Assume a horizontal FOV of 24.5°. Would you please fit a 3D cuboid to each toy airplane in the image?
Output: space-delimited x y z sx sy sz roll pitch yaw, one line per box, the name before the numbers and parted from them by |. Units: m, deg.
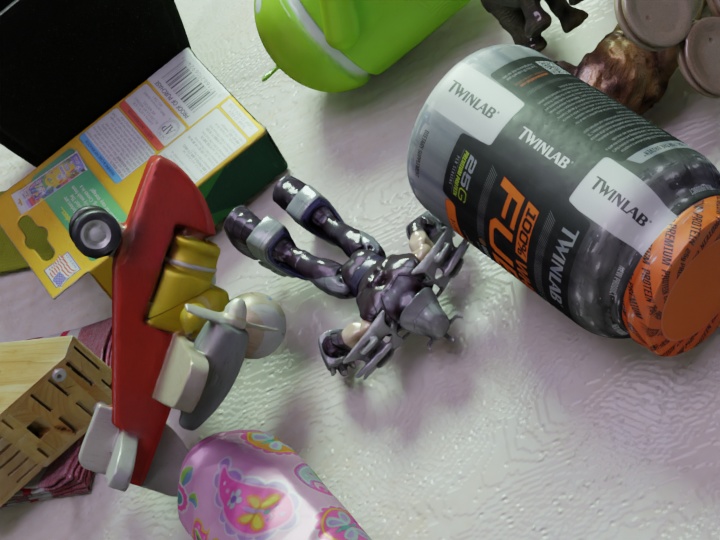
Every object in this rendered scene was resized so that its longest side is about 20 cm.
toy airplane | -0.117 0.052 1.090 0.140 0.200 0.201 -2 50 -12

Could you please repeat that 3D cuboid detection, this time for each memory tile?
memory tile | 0.243 -0.191 1.030 0.201 0.153 0.017 -63 17 -21

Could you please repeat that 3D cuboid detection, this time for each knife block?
knife block | -0.287 0.091 1.210 0.200 0.064 0.176 -41 42 1

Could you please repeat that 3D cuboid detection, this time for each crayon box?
crayon box | -0.171 -0.064 1.264 0.200 0.052 0.126 -39 52 -6

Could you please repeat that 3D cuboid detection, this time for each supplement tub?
supplement tub | 0.132 -0.042 0.989 0.123 0.123 0.200 -47 53 -6

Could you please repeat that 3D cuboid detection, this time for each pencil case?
pencil case | -0.038 0.175 0.986 0.087 0.087 0.200 -45 42 -3

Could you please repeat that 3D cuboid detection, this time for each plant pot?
plant pot | -0.244 -0.188 1.337 0.199 0.178 0.200 -40 37 -4

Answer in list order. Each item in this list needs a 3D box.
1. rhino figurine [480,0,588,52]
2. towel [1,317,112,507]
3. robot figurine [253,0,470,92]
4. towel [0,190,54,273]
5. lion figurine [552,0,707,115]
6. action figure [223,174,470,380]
rhino figurine | 0.109 -0.192 1.114 0.060 0.200 0.088 -31 85 -1
towel | -0.270 0.112 1.244 0.199 0.023 0.145 -14 49 28
robot figurine | 0.006 -0.212 1.223 0.200 0.116 0.176 -37 13 19
towel | -0.228 -0.046 1.341 0.199 0.018 0.086 -10 51 30
lion figurine | 0.202 -0.170 1.090 0.072 0.123 0.200 43 66 7
action figure | 0.000 0.000 1.108 0.130 0.069 0.200 -44 46 -12
